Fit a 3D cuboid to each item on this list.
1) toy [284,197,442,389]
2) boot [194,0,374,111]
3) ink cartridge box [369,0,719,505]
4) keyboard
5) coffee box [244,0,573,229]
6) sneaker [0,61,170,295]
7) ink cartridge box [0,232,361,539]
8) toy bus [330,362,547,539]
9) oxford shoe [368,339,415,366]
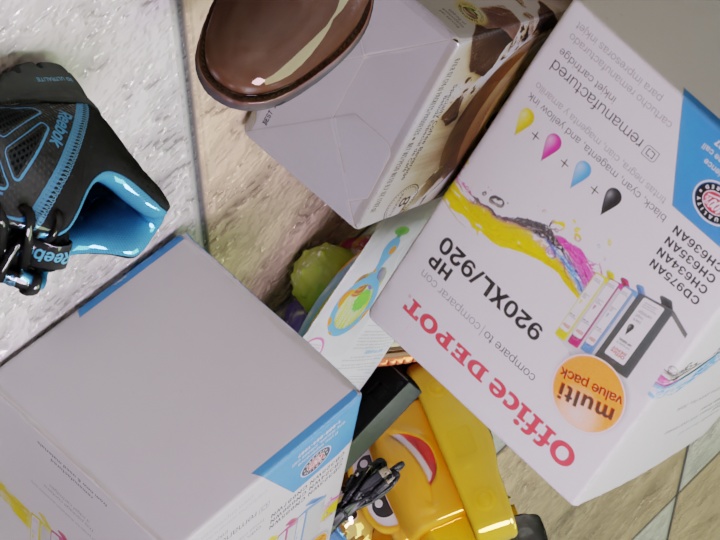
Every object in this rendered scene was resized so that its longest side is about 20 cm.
[{"bbox_3d":[0.000,0.000,1.544,0.200,0.047,0.115,-52,158,14],"label":"toy"},{"bbox_3d":[-0.010,-0.177,1.164,0.186,0.064,0.200,-57,167,-21],"label":"boot"},{"bbox_3d":[0.134,-0.018,1.410,0.145,0.147,0.200,-20,148,-55],"label":"ink cartridge box"},{"bbox_3d":[-0.041,0.131,1.608,0.200,0.127,0.021,-46,118,-2],"label":"keyboard"},{"bbox_3d":[0.051,-0.105,1.407,0.200,0.080,0.113,-23,148,-52],"label":"coffee box"},{"bbox_3d":[-0.149,-0.030,1.108,0.200,0.082,0.073,-20,147,-53],"label":"sneaker"},{"bbox_3d":[-0.094,0.109,1.422,0.129,0.125,0.200,-39,158,-28],"label":"ink cartridge box"},{"bbox_3d":[0.001,0.147,1.702,0.192,0.136,0.200,-20,161,-3],"label":"toy bus"},{"bbox_3d":[0.056,-0.008,1.655,0.200,0.071,0.073,-29,120,-31],"label":"oxford shoe"}]
